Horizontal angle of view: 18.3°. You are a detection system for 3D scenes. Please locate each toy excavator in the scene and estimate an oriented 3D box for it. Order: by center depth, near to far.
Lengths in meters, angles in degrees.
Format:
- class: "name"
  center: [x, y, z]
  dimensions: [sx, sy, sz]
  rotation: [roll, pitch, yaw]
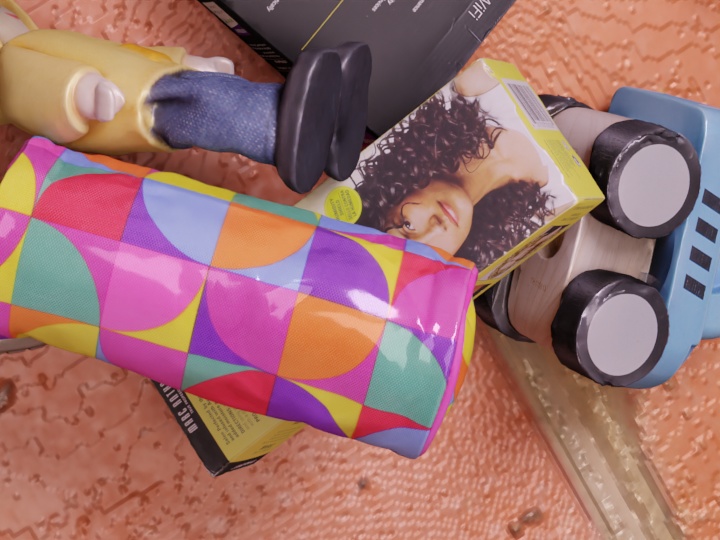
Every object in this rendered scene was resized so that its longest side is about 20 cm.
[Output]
- class: "toy excavator"
  center: [0.168, -0.039, 1.007]
  dimensions: [0.199, 0.100, 0.196]
  rotation: [8, 98, -28]

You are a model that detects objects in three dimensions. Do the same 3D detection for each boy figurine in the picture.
- class: "boy figurine"
  center: [-0.095, -0.078, 0.912]
  dimensions: [0.199, 0.124, 0.065]
  rotation: [14, 105, 23]

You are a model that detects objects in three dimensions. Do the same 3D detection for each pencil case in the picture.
- class: "pencil case"
  center: [-0.054, 0.010, 0.863]
  dimensions: [0.198, 0.088, 0.089]
  rotation: [16, 94, 2]

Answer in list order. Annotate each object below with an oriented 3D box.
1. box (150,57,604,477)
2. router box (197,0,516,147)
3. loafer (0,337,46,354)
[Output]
- class: "box"
  center: [0.000, 0.000, 0.934]
  dimensions: [0.200, 0.050, 0.076]
  rotation: [-39, 79, 18]
- class: "router box"
  center: [0.017, -0.174, 0.958]
  dimensions: [0.149, 0.051, 0.200]
  rotation: [40, 85, -16]
- class: "loafer"
  center: [-0.202, -0.013, 0.916]
  dimensions: [0.198, 0.076, 0.069]
  rotation: [9, 102, -15]
